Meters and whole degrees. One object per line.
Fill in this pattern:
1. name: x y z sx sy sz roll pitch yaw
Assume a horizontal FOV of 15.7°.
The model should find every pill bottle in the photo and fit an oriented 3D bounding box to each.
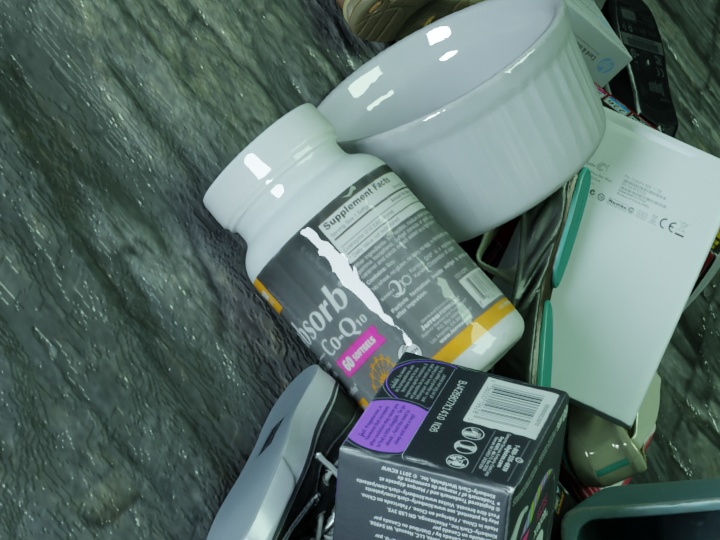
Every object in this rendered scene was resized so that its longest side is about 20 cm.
1. pill bottle: 0.000 0.000 1.635 0.200 0.116 0.116 48 30 6

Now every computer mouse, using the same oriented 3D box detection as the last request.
1. computer mouse: 0.214 -0.139 2.173 0.140 0.046 0.202 0 71 -52

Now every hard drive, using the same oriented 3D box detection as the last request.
1. hard drive: 0.172 -0.006 1.840 0.131 0.201 0.026 24 -10 6

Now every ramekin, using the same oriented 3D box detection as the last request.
1. ramekin: 0.071 -0.099 1.775 0.098 0.199 0.201 60 29 -19

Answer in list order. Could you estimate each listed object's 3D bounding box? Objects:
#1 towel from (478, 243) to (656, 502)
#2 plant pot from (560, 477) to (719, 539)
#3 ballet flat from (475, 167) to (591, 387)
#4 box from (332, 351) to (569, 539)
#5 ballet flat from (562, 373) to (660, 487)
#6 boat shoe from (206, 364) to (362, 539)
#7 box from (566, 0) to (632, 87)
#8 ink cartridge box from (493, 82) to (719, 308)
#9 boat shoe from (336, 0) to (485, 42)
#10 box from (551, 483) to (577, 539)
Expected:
1. towel: 0.147 0.073 1.920 0.201 0.023 0.144 57 32 -11
2. plant pot: 0.251 0.227 1.764 0.200 0.195 0.198 -39 122 -76
3. ballet flat: 0.110 0.015 1.794 0.068 0.068 0.202 64 36 -68
4. box: 0.048 0.170 1.512 0.122 0.105 0.201 -52 152 -56
5. ballet flat: 0.192 0.074 1.906 0.069 0.069 0.201 42 39 -31
6. boat shoe: -0.036 0.134 1.543 0.068 0.074 0.200 40 25 -9
7. box: 0.123 -0.247 2.053 0.156 0.041 0.200 35 19 -39
8. ink cartridge box: 0.175 -0.053 1.921 0.200 0.084 0.176 37 28 8
9. boat shoe: 0.041 -0.202 1.925 0.200 0.072 0.068 13 41 -59
10. box: 0.074 0.176 1.705 0.193 0.047 0.200 49 34 -18
